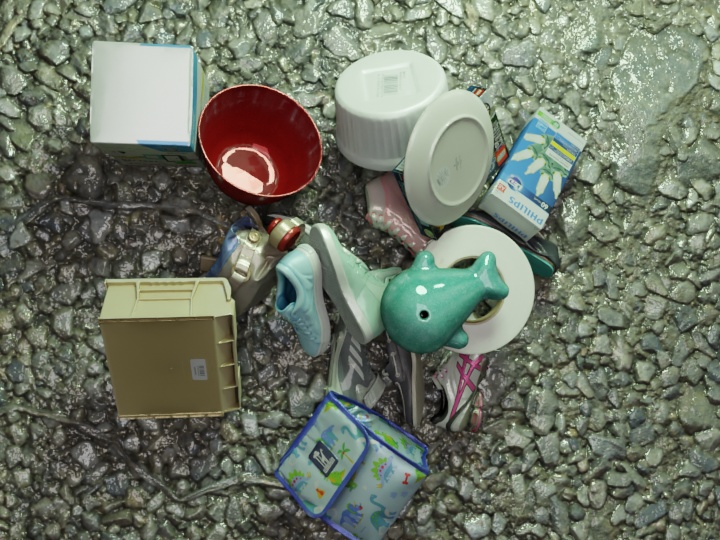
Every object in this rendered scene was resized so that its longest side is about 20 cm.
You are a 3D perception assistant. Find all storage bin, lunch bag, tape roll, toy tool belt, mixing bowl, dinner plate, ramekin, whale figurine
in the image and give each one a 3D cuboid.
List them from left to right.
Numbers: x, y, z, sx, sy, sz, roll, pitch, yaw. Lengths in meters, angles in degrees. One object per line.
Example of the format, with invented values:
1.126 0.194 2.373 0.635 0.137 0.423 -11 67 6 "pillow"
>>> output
-0.285 0.121 1.156 0.194 0.094 0.203 -1 124 -5 "storage bin"
-0.183 -0.033 1.188 0.123 0.125 0.201 41 128 7 "toy tool belt"
-0.169 -0.181 1.204 0.197 0.108 0.204 10 62 -19 "mixing bowl"
-0.014 0.310 1.191 0.199 0.127 0.171 35 99 -2 "lunch bag"
0.050 -0.260 1.194 0.196 0.099 0.203 -6 47 6 "ramekin"
0.125 0.045 1.128 0.197 0.104 0.161 -23 93 4 "whale figurine"
0.140 -0.163 1.117 0.198 0.024 0.204 -19 119 -37 "dinner plate"
0.175 0.029 1.196 0.199 0.037 0.207 0 94 3 "tape roll"

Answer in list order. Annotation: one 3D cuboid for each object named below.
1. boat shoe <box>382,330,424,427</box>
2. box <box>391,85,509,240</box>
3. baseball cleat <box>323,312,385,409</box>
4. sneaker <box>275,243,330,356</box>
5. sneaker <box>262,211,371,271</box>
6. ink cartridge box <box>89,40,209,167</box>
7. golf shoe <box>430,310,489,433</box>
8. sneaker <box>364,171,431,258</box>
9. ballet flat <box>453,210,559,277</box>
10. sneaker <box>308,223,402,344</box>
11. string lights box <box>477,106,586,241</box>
0.068 0.158 1.255 0.062 0.073 0.204 -6 86 15 "boat shoe"
0.145 -0.166 1.164 0.200 0.037 0.137 -48 134 -18 "box"
-0.006 0.149 1.251 0.105 0.070 0.204 10 91 -18 "baseball cleat"
-0.103 0.060 1.196 0.081 0.073 0.203 -29 125 -34 "sneaker"
-0.080 -0.030 1.241 0.199 0.074 0.080 34 90 -3 "sneaker"
-0.318 -0.248 1.165 0.144 0.200 0.149 1 89 -4 "ink cartridge box"
0.164 0.166 1.251 0.090 0.073 0.204 5 87 -5 "golf shoe"
0.067 -0.068 1.252 0.103 0.075 0.203 -19 82 -9 "sneaker"
0.250 -0.060 1.277 0.198 0.073 0.074 29 86 3 "ballet flat"
0.000 0.000 1.197 0.117 0.073 0.203 -32 101 -28 "sneaker"
0.287 -0.160 1.252 0.102 0.059 0.201 34 65 -3 "string lights box"
